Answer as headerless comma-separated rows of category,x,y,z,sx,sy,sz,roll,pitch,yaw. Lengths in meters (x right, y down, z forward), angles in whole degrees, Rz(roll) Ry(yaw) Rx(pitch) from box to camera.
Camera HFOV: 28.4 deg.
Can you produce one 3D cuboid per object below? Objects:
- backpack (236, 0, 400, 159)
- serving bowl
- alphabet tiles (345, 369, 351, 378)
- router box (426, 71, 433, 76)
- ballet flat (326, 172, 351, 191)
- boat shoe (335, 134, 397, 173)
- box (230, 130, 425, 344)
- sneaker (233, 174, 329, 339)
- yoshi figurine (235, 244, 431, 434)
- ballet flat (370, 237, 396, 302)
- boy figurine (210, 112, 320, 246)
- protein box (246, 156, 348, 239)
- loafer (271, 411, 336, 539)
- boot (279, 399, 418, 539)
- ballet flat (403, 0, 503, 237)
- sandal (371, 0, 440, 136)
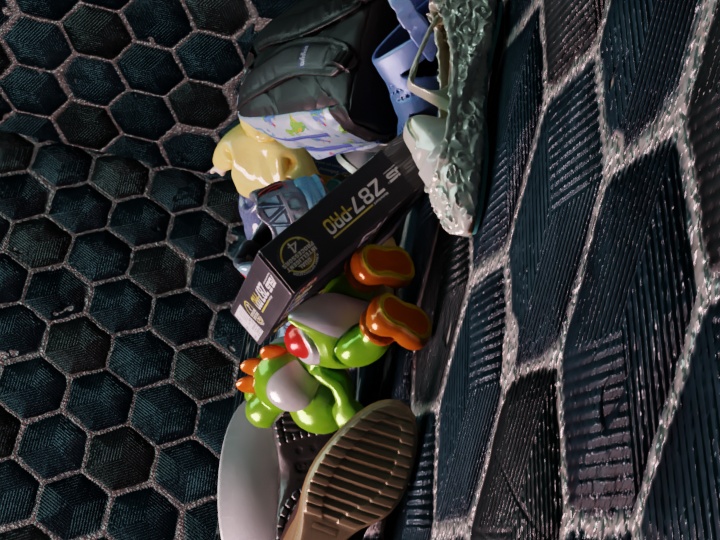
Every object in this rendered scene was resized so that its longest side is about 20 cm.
backpack,-0.030,-0.178,1.294,0.198,0.153,0.166,-3,67,39
serving bowl,-0.068,0.220,1.367,0.200,0.065,0.203,-7,-90,-72
alphabet tiles,-0.030,0.106,1.327,0.196,0.014,0.203,141,117,-78
router box,0.044,-0.241,1.430,0.200,0.051,0.160,-108,31,-75
ballet flat,-0.014,-0.002,1.476,0.070,0.065,0.203,38,121,48
boat shoe,0.024,-0.110,1.355,0.062,0.072,0.200,-65,14,12
box,-0.026,-0.022,1.174,0.161,0.049,0.200,-42,-4,-19
sneaker,-0.084,-0.003,1.423,0.079,0.094,0.203,-124,34,-57
yoshi figurine,-0.015,0.071,1.174,0.200,0.112,0.112,-42,1,36
ballet flat,0.000,0.000,1.336,0.068,0.063,0.201,-29,31,13
boy figurine,-0.097,-0.108,1.445,0.065,0.123,0.203,-54,-33,-52
protein box,-0.044,-0.117,1.598,0.201,0.133,0.201,-88,13,-55
loafer,-0.039,0.192,1.278,0.071,0.072,0.203,-8,-84,-85
boot,-0.013,0.169,1.145,0.202,0.072,0.167,-62,3,14
ballet flat,0.063,-0.118,1.050,0.072,0.071,0.203,119,161,-66
sandal,0.048,-0.166,1.160,0.080,0.086,0.202,-95,15,-60
